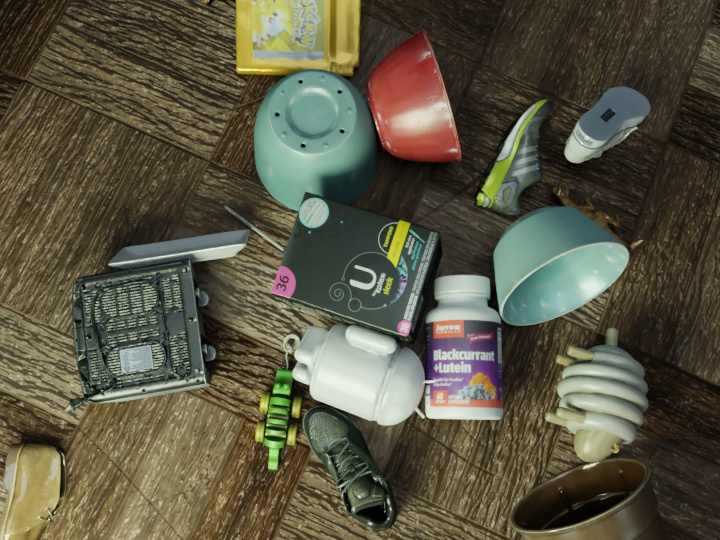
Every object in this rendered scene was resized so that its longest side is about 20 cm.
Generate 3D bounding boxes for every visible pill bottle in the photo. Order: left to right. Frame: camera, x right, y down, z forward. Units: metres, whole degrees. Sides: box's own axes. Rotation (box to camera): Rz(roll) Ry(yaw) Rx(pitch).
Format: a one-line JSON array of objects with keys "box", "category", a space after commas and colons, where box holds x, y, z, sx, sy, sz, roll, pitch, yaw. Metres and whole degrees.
[{"box": [0.148, 0.112, 1.067, 0.110, 0.111, 0.202, 1, 79, -1], "category": "pill bottle"}]

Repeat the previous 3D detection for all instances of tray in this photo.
[{"box": [-0.263, -0.028, 1.095, 0.198, 0.107, 0.022, -9, 104, -3], "category": "tray"}]

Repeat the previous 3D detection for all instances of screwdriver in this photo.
[{"box": [-0.132, -0.038, 1.134, 0.199, 0.028, 0.029, 31, 109, 7], "category": "screwdriver"}]

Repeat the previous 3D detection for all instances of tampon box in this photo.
[{"box": [0.000, 0.000, 1.038, 0.198, 0.126, 0.151, 16, 82, 10], "category": "tampon box"}]

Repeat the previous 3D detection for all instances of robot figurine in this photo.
[{"box": [0.006, 0.146, 1.041, 0.198, 0.171, 0.113, 20, 46, 9], "category": "robot figurine"}]

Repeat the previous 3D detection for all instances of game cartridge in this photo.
[{"box": [-0.098, -0.400, 1.168, 0.198, 0.032, 0.178, 1, 103, -1], "category": "game cartridge"}]

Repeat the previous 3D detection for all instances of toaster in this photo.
[{"box": [-0.314, 0.094, 1.055, 0.198, 0.119, 0.183, -10, 78, -4], "category": "toaster"}]

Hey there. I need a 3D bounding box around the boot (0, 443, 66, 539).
[{"box": [-0.458, 0.345, 1.031, 0.075, 0.074, 0.202, 2, 76, -11], "category": "boot"}]

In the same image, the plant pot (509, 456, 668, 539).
[{"box": [0.330, 0.387, 0.987, 0.199, 0.200, 0.200, -24, 89, -6], "category": "plant pot"}]

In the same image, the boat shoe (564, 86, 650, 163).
[{"box": [0.381, -0.218, 1.160, 0.075, 0.086, 0.202, 43, 52, 11], "category": "boat shoe"}]

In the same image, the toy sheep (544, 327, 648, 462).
[{"box": [0.343, 0.174, 1.053, 0.137, 0.138, 0.202, 16, 73, 2], "category": "toy sheep"}]

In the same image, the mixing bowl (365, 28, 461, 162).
[{"box": [0.071, -0.244, 1.101, 0.107, 0.200, 0.202, -17, 79, 6], "category": "mixing bowl"}]

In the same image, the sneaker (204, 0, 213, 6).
[{"box": [-0.161, -0.460, 1.203, 0.198, 0.070, 0.091, 5, 98, -3], "category": "sneaker"}]

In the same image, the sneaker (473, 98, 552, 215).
[{"box": [0.252, -0.174, 1.154, 0.080, 0.074, 0.201, 29, 87, -2], "category": "sneaker"}]

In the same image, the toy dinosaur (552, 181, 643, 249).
[{"box": [0.359, -0.060, 1.106, 0.061, 0.106, 0.200, -58, 43, 17], "category": "toy dinosaur"}]

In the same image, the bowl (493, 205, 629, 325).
[{"box": [0.273, -0.018, 1.070, 0.199, 0.201, 0.106, -19, 60, -5], "category": "bowl"}]

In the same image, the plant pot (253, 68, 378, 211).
[{"box": [-0.068, -0.205, 1.099, 0.198, 0.161, 0.203, 0, 78, -1], "category": "plant pot"}]

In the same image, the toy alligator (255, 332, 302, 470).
[{"box": [-0.115, 0.187, 1.074, 0.059, 0.054, 0.202, 8, 79, 0], "category": "toy alligator"}]

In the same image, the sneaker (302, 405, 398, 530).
[{"box": [-0.012, 0.274, 1.032, 0.076, 0.114, 0.200, -30, 79, -9], "category": "sneaker"}]
